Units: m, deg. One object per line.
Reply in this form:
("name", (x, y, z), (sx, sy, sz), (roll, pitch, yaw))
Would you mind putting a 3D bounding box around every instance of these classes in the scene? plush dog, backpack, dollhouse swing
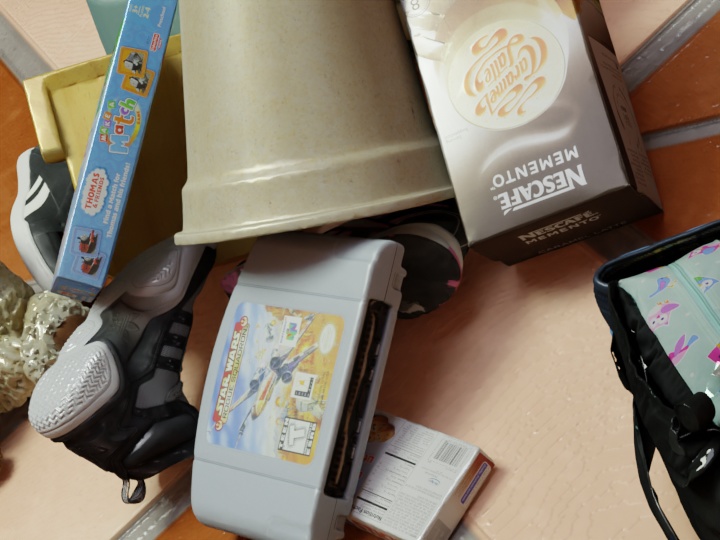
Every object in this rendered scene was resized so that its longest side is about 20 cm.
("plush dog", (-0.317, 0.066, 1.458), (0.172, 0.200, 0.160), (-50, 4, -26))
("backpack", (0.206, 0.074, 1.011), (0.126, 0.167, 0.200), (-17, 37, -2))
("dollhouse swing", (-0.135, -0.090, 1.492), (0.200, 0.176, 0.182), (-17, 4, -3))

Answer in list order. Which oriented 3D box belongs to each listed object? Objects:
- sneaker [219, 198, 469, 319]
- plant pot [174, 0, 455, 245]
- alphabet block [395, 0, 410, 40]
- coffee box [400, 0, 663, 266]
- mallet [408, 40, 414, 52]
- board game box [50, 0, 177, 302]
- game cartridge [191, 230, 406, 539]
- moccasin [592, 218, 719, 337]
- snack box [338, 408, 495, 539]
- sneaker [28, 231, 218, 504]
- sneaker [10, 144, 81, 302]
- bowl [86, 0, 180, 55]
("sneaker", (0.000, 0.000, 1.321), (0.200, 0.080, 0.086), (-10, 25, 35))
("plant pot", (-0.040, -0.125, 1.275), (0.200, 0.184, 0.200), (-10, 4, 1))
("alphabet block", (0.024, -0.289, 1.397), (0.196, 0.200, 0.195), (-4, 26, 25))
("coffee box", (0.107, -0.118, 1.245), (0.114, 0.080, 0.200), (-21, 73, 18))
("mallet", (0.031, -0.188, 1.496), (0.200, 0.041, 0.066), (13, 59, 41))
("board game box", (-0.172, -0.082, 1.339), (0.151, 0.037, 0.200), (156, 128, -78))
("game cartridge", (-0.045, 0.074, 1.229), (0.133, 0.042, 0.200), (7, 81, 42))
("moccasin", (0.229, -0.005, 1.117), (0.200, 0.068, 0.081), (-26, 38, 17))
("snack box", (-0.007, 0.121, 1.232), (0.200, 0.024, 0.072), (17, 67, 47))
("sneaker", (-0.138, 0.067, 1.332), (0.075, 0.114, 0.200), (-15, 33, 46))
("sneaker", (-0.218, -0.064, 1.550), (0.112, 0.073, 0.200), (-34, 37, 12))
("bowl", (-0.160, -0.258, 1.665), (0.201, 0.105, 0.201), (-22, 42, 21))
